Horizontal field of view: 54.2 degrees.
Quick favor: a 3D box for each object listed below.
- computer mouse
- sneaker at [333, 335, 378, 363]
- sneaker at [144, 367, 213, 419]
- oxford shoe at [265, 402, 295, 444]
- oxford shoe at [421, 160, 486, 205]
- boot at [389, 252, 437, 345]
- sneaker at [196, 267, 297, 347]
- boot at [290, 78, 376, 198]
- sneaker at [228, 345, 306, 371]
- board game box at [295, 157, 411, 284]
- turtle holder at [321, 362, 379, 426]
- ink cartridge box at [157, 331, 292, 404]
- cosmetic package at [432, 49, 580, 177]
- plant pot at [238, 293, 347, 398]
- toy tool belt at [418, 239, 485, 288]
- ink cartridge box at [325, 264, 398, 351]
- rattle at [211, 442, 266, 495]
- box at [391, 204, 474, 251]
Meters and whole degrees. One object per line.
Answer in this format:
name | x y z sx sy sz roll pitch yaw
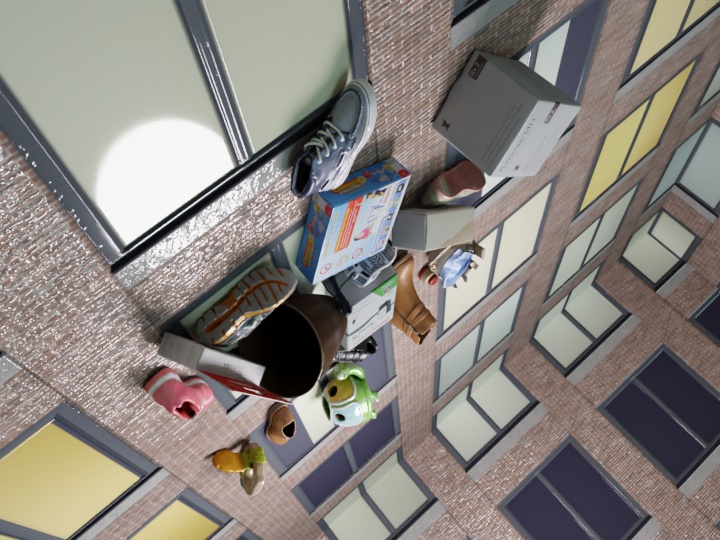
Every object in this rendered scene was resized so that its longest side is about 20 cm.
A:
computer mouse | 0.000 0.000 1.447 0.199 0.110 0.044 -39 175 -34
sneaker | -0.033 0.183 1.675 0.198 0.090 0.077 -18 139 -45
sneaker | -0.325 0.247 1.308 0.074 0.087 0.200 -43 156 0
oxford shoe | -0.198 0.409 1.795 0.071 0.071 0.201 -35 156 -23
oxford shoe | 0.201 -0.186 1.524 0.198 0.072 0.073 -19 171 -46
boot | 0.121 0.071 1.667 0.076 0.155 0.202 -20 146 -41
sneaker | -0.196 0.066 1.251 0.198 0.079 0.077 -33 155 -1
boot | -0.044 -0.195 1.076 0.090 0.073 0.202 -30 153 -43
sneaker | -0.212 0.208 1.444 0.197 0.084 0.122 -9 139 -39
board game box | -0.015 -0.092 1.310 0.194 0.056 0.202 -26 150 -36
turtle holder | -0.030 0.334 1.865 0.129 0.143 0.186 -15 156 -19
ink cartridge box | -0.225 0.171 1.221 0.200 0.174 0.045 35 75 -61
cosmetic package | 0.276 -0.291 1.329 0.198 0.165 0.166 -12 140 -50
plant pot | -0.108 0.121 1.380 0.188 0.186 0.199 -57 167 27
toy tool belt | 0.227 -0.013 1.746 0.124 0.123 0.202 -19 146 -43
ink cartridge box | 0.002 0.070 1.561 0.146 0.083 0.201 -35 155 -20
rattle | -0.319 0.510 1.765 0.141 0.133 0.199 -14 170 -32
box | 0.158 -0.095 1.513 0.198 0.094 0.080 -13 107 -49
